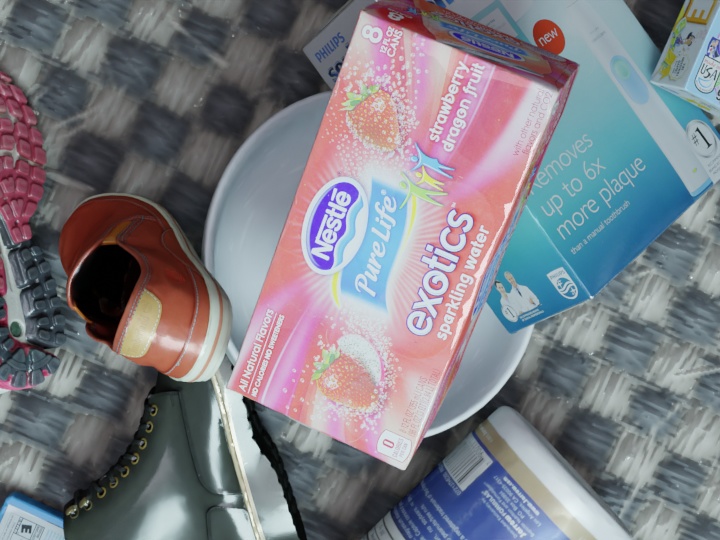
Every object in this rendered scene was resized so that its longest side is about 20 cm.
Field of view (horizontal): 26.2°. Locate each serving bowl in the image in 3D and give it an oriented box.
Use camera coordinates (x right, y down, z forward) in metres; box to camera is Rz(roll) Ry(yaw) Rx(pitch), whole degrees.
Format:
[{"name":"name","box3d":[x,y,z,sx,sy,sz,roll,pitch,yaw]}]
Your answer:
[{"name":"serving bowl","box3d":[0.000,0.000,0.888,0.199,0.066,0.201,3,81,-19]}]

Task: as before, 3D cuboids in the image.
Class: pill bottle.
[{"name":"pill bottle","box3d":[0.051,0.184,0.893,0.200,0.111,0.111,-44,93,3]}]

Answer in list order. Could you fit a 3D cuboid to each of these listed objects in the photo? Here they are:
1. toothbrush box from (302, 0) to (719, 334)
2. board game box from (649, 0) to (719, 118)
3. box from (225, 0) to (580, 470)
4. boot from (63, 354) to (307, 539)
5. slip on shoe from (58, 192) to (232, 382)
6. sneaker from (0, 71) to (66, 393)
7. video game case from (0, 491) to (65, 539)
[{"name":"toothbrush box","box3d":[0.089,-0.092,0.855,0.146,0.085,0.200,-38,93,-32]},{"name":"board game box","box3d":[0.271,-0.128,0.869,0.199,0.034,0.135,21,94,-27]},{"name":"box","box3d":[0.020,-0.022,0.754,0.102,0.095,0.201,24,109,7]},{"name":"boot","box3d":[-0.127,0.097,0.899,0.138,0.077,0.201,-20,88,1]},{"name":"slip on shoe","box3d":[-0.131,0.002,0.842,0.061,0.200,0.074,16,102,-30]},{"name":"sneaker","box3d":[-0.231,-0.028,0.897,0.074,0.080,0.201,-10,84,38]},{"name":"video game case","box3d":[-0.152,0.241,0.943,0.199,0.018,0.144,25,93,-2]}]
